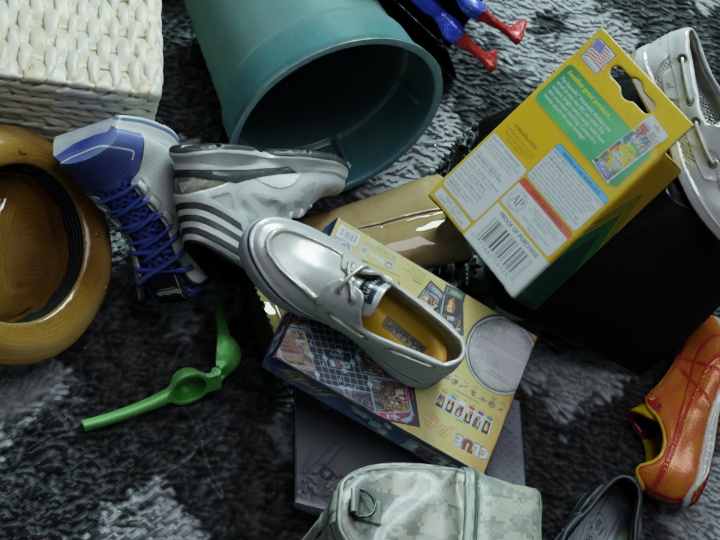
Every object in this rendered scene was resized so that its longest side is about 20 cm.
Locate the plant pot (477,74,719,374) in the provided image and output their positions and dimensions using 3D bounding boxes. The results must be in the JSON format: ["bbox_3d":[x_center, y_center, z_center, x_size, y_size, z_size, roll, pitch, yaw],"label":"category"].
[{"bbox_3d":[0.238,-0.058,1.677,0.200,0.177,0.200,24,49,-34],"label":"plant pot"}]

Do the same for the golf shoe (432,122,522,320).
[{"bbox_3d":[0.115,-0.038,1.735,0.094,0.078,0.201,21,54,-28],"label":"golf shoe"}]

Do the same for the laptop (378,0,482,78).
[{"bbox_3d":[0.054,-0.293,1.774,0.177,0.200,0.103,43,36,10],"label":"laptop"}]

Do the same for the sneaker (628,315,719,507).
[{"bbox_3d":[0.281,0.112,1.691,0.077,0.073,0.200,19,51,2],"label":"sneaker"}]

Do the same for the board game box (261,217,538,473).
[{"bbox_3d":[0.034,0.065,1.556,0.200,0.035,0.136,31,64,-13],"label":"board game box"}]

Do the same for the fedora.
[{"bbox_3d":[-0.293,-0.016,1.531,0.200,0.082,0.202,16,68,-42],"label":"fedora"}]

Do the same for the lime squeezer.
[{"bbox_3d":[-0.143,0.075,1.574,0.071,0.038,0.200,36,54,5],"label":"lime squeezer"}]

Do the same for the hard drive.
[{"bbox_3d":[0.038,0.155,1.586,0.199,0.042,0.135,8,56,-15],"label":"hard drive"}]

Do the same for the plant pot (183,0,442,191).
[{"bbox_3d":[-0.058,-0.200,1.702,0.199,0.201,0.197,-11,55,-26],"label":"plant pot"}]

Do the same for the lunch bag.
[{"bbox_3d":[0.024,0.234,1.437,0.167,0.200,0.140,19,51,-12],"label":"lunch bag"}]

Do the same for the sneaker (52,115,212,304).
[{"bbox_3d":[-0.165,-0.038,1.564,0.080,0.199,0.116,-18,61,21],"label":"sneaker"}]

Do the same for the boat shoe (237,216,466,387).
[{"bbox_3d":[-0.003,0.020,1.494,0.200,0.070,0.071,38,64,-10],"label":"boat shoe"}]

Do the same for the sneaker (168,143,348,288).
[{"bbox_3d":[-0.085,-0.043,1.585,0.200,0.075,0.116,0,91,-52],"label":"sneaker"}]

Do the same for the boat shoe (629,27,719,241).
[{"bbox_3d":[0.293,-0.105,1.568,0.071,0.069,0.201,-26,87,-56],"label":"boat shoe"}]

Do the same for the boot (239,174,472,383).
[{"bbox_3d":[0.000,0.000,1.619,0.199,0.066,0.176,-13,51,-12],"label":"boot"}]

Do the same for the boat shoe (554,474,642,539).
[{"bbox_3d":[0.185,0.246,1.567,0.074,0.066,0.200,36,53,4],"label":"boat shoe"}]

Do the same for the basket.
[{"bbox_3d":[-0.269,-0.184,1.621,0.197,0.161,0.201,6,55,-16],"label":"basket"}]

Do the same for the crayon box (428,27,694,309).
[{"bbox_3d":[0.170,-0.083,1.571,0.126,0.200,0.052,52,13,28],"label":"crayon box"}]

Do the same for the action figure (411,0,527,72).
[{"bbox_3d":[0.052,-0.267,1.682,0.200,0.065,0.099,33,33,-18],"label":"action figure"}]
